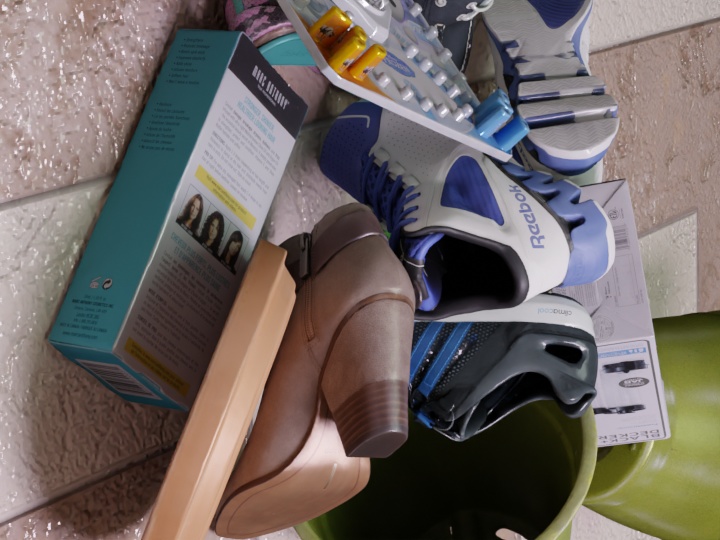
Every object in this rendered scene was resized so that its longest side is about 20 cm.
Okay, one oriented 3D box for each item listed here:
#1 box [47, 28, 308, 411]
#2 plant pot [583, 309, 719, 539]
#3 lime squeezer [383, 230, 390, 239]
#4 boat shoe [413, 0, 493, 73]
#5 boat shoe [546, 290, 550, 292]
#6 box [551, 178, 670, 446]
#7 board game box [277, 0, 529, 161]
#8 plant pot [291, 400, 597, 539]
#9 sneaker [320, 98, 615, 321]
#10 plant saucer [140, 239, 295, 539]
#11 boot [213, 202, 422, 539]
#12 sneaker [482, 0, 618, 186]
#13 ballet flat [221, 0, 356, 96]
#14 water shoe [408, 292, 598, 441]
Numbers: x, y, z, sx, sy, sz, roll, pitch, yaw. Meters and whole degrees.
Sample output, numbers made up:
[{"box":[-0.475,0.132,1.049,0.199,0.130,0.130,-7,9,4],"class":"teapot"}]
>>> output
[{"box":[-0.099,-0.030,1.074,0.082,0.049,0.200,46,58,-50],"class":"box"},{"box":[0.229,0.119,1.487,0.193,0.200,0.201,11,86,-46],"class":"plant pot"},{"box":[0.000,0.000,1.254,0.200,0.038,0.071,-15,138,-56],"class":"lime squeezer"},{"box":[0.061,-0.198,1.250,0.076,0.060,0.200,-57,152,-38],"class":"boat shoe"},{"box":[0.116,-0.011,1.384,0.075,0.068,0.200,53,53,-47],"class":"boat shoe"},{"box":[0.168,0.035,1.301,0.200,0.060,0.117,62,20,-65],"class":"box"},{"box":[0.000,-0.164,1.103,0.200,0.026,0.200,17,38,-56],"class":"board game box"},{"box":[0.065,0.164,1.255,0.200,0.200,0.190,-62,153,-29],"class":"plant pot"},{"box":[0.042,-0.035,1.150,0.115,0.199,0.081,-29,138,-42],"class":"sneaker"},{"box":[-0.077,0.081,1.037,0.200,0.032,0.200,-158,-90,-87],"class":"plant saucer"},{"box":[-0.033,0.058,1.132,0.070,0.200,0.146,11,57,-39],"class":"boot"},{"box":[0.126,-0.114,1.336,0.115,0.080,0.200,92,-6,-48],"class":"sneaker"},{"box":[-0.016,-0.152,1.176,0.200,0.069,0.071,6,64,-57],"class":"ballet flat"},{"box":[0.044,0.064,1.170,0.072,0.200,0.079,58,25,-62],"class":"water shoe"}]
